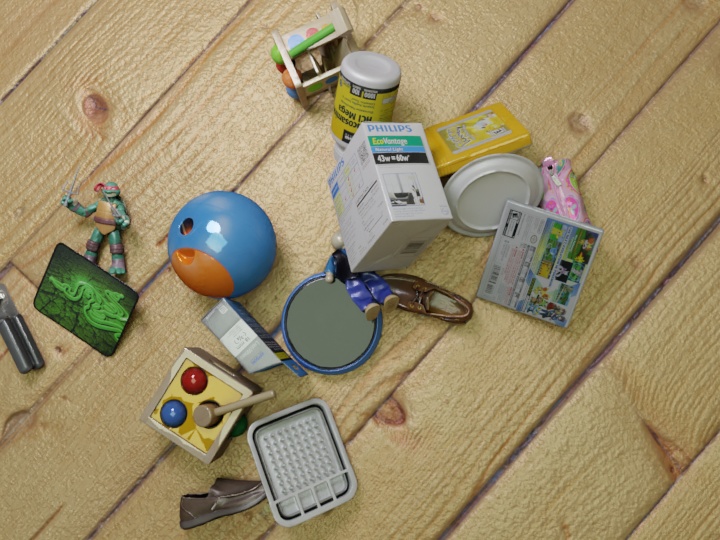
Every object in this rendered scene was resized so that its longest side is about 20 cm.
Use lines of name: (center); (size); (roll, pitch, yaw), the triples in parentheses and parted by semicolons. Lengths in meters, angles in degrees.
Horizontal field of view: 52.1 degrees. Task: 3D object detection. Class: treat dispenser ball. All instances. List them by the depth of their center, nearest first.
treat dispenser ball: (-0.257, -0.047, 1.372); (0.199, 0.201, 0.202); (0, 84, 3)

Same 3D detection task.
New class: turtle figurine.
turtle figurine: (-0.500, -0.099, 1.441); (0.149, 0.101, 0.201); (10, 102, 22)

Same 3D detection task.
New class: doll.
doll: (0.000, 0.000, 1.401); (0.136, 0.049, 0.200); (-22, 55, -17)

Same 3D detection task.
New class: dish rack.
dish rack: (-0.112, 0.357, 1.381); (0.171, 0.044, 0.201); (-18, 83, -23)

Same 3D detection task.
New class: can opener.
can opener: (-0.700, 0.117, 1.463); (0.067, 0.053, 0.201); (-33, 83, 32)

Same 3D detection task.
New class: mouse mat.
mouse mat: (-0.541, 0.058, 1.445); (0.199, 0.008, 0.161); (31, 108, 5)

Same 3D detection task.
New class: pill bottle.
pill bottle: (0.005, -0.295, 1.382); (0.112, 0.201, 0.113); (7, 41, -6)

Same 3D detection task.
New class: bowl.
bowl: (-0.057, 0.101, 1.427); (0.199, 0.039, 0.202); (0, 85, 3)

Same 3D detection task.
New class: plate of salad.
plate of salad: (0.243, -0.143, 1.381); (0.199, 0.201, 0.048); (-12, 45, 2)

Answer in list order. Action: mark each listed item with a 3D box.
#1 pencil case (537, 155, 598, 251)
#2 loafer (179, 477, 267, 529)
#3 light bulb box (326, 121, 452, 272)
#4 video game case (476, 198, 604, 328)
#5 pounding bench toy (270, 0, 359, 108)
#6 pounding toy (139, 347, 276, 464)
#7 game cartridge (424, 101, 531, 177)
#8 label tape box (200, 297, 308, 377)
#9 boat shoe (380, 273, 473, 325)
pencil case: (0.385, -0.116, 1.402); (0.087, 0.087, 0.201); (-15, 85, 1)
loafer: (-0.255, 0.424, 1.388); (0.199, 0.073, 0.071); (-20, 83, 0)
light bulb box: (0.045, -0.131, 1.332); (0.124, 0.198, 0.201); (-4, 66, -26)
video game case: (0.331, -0.012, 1.373); (0.181, 0.022, 0.201); (20, 112, 13)
pounding bench toy: (-0.089, -0.417, 1.400); (0.155, 0.200, 0.125); (-24, 84, 0)
pounding toy: (-0.274, 0.249, 1.372); (0.199, 0.142, 0.185); (31, 87, 6)
game cartridge: (0.199, -0.248, 1.392); (0.199, 0.177, 0.033); (-18, 123, 0)
label tape box: (-0.195, 0.146, 1.377); (0.063, 0.144, 0.200); (-44, 84, -2)
boat shoe: (0.121, 0.051, 1.408); (0.199, 0.068, 0.072); (18, 86, 5)
